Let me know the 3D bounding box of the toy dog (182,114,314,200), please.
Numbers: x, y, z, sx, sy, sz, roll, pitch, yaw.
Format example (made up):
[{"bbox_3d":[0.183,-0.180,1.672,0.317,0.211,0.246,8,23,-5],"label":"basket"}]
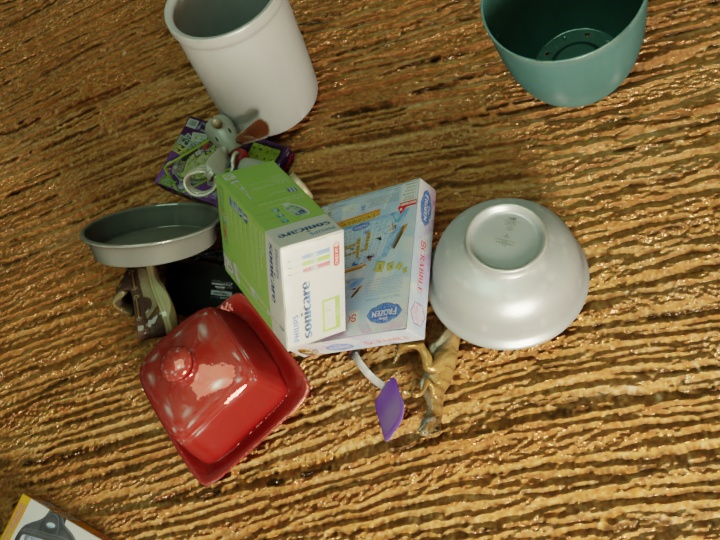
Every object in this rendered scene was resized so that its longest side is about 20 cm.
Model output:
[{"bbox_3d":[-0.157,-0.143,1.189,0.199,0.096,0.133,29,78,14],"label":"toy dog"}]

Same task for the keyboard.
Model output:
[{"bbox_3d":[-0.186,0.018,1.214,0.198,0.040,0.106,6,94,23],"label":"keyboard"}]

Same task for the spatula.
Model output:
[{"bbox_3d":[0.005,0.120,1.084,0.201,0.020,0.057,58,131,34],"label":"spatula"}]

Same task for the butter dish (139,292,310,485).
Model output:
[{"bbox_3d":[-0.201,0.135,1.094,0.199,0.148,0.200,-42,60,3],"label":"butter dish"}]

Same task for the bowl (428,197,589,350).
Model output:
[{"bbox_3d":[0.173,-0.015,1.019,0.198,0.091,0.203,-4,58,7],"label":"bowl"}]

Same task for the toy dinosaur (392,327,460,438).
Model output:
[{"bbox_3d":[0.098,0.103,1.055,0.105,0.060,0.202,22,80,1],"label":"toy dinosaur"}]

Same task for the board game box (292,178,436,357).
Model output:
[{"bbox_3d":[0.000,0.000,1.097,0.198,0.041,0.202,-12,61,39],"label":"board game box"}]

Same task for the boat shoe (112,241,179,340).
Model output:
[{"bbox_3d":[-0.314,0.030,1.204,0.071,0.073,0.200,-21,44,-18],"label":"boat shoe"}]

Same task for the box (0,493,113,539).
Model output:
[{"bbox_3d":[-0.396,0.389,1.129,0.198,0.041,0.120,16,75,29],"label":"box"}]

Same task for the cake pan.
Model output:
[{"bbox_3d":[-0.289,-0.051,1.207,0.198,0.200,0.037,3,112,23],"label":"cake pan"}]

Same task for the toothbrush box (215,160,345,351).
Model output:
[{"bbox_3d":[-0.100,-0.023,1.058,0.085,0.147,0.200,-17,37,-23],"label":"toothbrush box"}]

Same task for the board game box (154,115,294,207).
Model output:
[{"bbox_3d":[-0.206,-0.153,1.288,0.198,0.032,0.121,21,75,28],"label":"board game box"}]

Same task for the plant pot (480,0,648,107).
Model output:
[{"bbox_3d":[0.265,-0.303,1.088,0.198,0.161,0.203,-8,66,18],"label":"plant pot"}]

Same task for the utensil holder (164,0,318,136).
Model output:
[{"bbox_3d":[-0.161,-0.316,1.227,0.168,0.201,0.172,-8,57,12],"label":"utensil holder"}]
